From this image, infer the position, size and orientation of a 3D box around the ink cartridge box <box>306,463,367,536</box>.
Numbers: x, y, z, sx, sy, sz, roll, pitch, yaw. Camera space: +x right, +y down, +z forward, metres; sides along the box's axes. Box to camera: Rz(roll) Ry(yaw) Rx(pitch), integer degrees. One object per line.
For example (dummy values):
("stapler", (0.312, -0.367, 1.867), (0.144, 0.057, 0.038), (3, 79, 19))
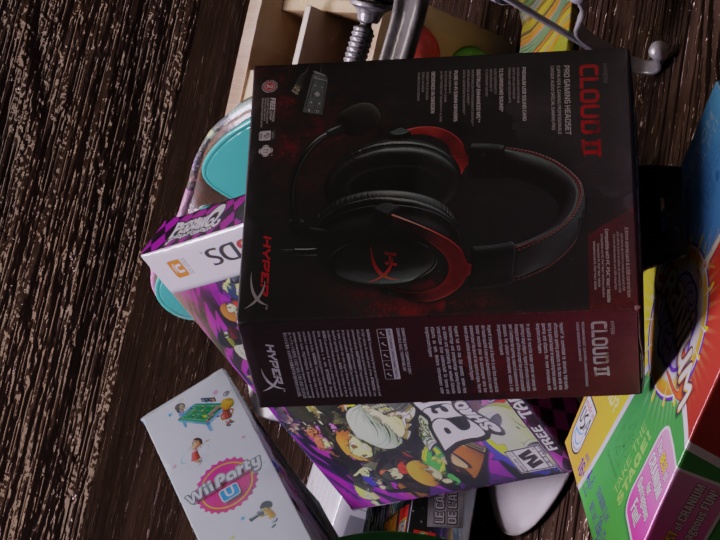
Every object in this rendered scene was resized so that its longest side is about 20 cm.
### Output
("ink cartridge box", (0.003, 0.124, 1.729), (0.200, 0.047, 0.161), (-101, 28, -77))

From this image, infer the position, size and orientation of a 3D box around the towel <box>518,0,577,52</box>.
("towel", (0.112, -0.112, 1.571), (0.086, 0.018, 0.201), (123, 159, -57))

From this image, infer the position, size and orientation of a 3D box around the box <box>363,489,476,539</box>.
("box", (0.038, 0.120, 1.494), (0.200, 0.040, 0.138), (122, 157, -75))

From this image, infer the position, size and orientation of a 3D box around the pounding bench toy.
("pounding bench toy", (0.034, -0.107, 1.709), (0.155, 0.199, 0.125), (7, 83, 47))

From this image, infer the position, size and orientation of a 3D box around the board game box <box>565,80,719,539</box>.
("board game box", (0.155, 0.036, 1.113), (0.153, 0.040, 0.201), (-100, 28, -65))

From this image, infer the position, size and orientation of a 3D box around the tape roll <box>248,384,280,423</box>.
("tape roll", (0.000, 0.000, 1.473), (0.202, 0.070, 0.204), (-162, 90, -76))

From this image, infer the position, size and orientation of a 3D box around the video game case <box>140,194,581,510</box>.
("video game case", (0.004, 0.037, 1.310), (0.181, 0.200, 0.036), (-14, 31, 46))

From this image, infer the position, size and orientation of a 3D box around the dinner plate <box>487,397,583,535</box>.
("dinner plate", (0.102, 0.049, 1.396), (0.200, 0.024, 0.201), (-165, 90, -78))

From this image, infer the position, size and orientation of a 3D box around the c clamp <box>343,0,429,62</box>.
("c clamp", (-0.008, -0.092, 1.417), (0.171, 0.027, 0.201), (-137, 64, -74))

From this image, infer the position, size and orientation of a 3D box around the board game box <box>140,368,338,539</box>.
("board game box", (-0.043, 0.175, 1.458), (0.064, 0.148, 0.200), (-32, 42, 0))

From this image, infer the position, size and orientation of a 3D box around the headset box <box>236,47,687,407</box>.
("headset box", (0.049, -0.021, 1.137), (0.075, 0.199, 0.149), (79, -168, -55))

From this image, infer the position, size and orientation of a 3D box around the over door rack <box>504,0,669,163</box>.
("over door rack", (0.062, -0.091, 1.302), (0.067, 0.199, 0.149), (-29, 41, 66))

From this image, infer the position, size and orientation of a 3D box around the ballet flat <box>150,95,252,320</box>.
("ballet flat", (-0.065, -0.051, 1.435), (0.200, 0.069, 0.071), (-57, 7, 44))

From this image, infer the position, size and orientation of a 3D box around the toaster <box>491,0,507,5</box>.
("toaster", (0.070, -0.278, 1.543), (0.182, 0.118, 0.200), (-68, -14, -1))

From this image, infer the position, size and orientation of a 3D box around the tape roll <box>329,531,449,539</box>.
("tape roll", (0.021, 0.217, 1.110), (0.048, 0.199, 0.201), (120, 162, -53))
